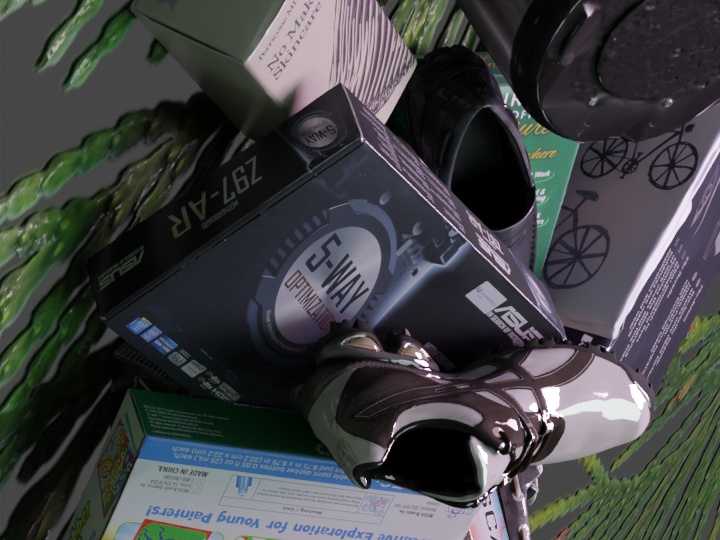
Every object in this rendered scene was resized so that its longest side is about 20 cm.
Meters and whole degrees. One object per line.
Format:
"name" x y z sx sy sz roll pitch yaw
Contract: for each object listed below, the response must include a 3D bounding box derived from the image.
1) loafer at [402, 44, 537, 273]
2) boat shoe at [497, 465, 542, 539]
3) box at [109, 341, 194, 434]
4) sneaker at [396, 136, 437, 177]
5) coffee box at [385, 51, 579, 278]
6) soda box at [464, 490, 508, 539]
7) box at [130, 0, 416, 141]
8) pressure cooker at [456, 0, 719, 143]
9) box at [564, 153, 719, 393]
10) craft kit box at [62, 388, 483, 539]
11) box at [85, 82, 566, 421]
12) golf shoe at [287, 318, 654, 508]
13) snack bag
"loafer" 0.068 -0.038 1.566 0.068 0.070 0.201 -25 133 -11
"boat shoe" 0.085 0.132 1.730 0.074 0.068 0.200 114 -22 -56
"box" -0.067 0.056 1.511 0.200 0.044 0.160 -46 154 -42
"sneaker" 0.000 0.000 1.477 0.115 0.076 0.201 -41 165 -3
"coffee box" 0.061 -0.039 1.642 0.123 0.044 0.200 -6 127 -27
"soda box" 0.038 0.129 1.548 0.068 0.063 0.200 1 75 -70
"box" -0.038 -0.114 1.329 0.082 0.068 0.200 -61 161 -5
"pressure cooker" 0.123 -0.191 1.470 0.178 0.200 0.176 -10 140 -25
"box" 0.180 -0.012 1.960 0.197 0.117 0.200 -62 160 -6
"craft kit box" -0.059 0.160 1.406 0.200 0.049 0.198 10 119 -27
"box" -0.014 0.016 1.359 0.160 0.044 0.200 -33 134 14
"golf shoe" 0.064 0.084 1.354 0.200 0.095 0.078 3 130 -24
"snack bag" 0.149 -0.056 1.743 0.021 0.188 0.200 41 73 -35
